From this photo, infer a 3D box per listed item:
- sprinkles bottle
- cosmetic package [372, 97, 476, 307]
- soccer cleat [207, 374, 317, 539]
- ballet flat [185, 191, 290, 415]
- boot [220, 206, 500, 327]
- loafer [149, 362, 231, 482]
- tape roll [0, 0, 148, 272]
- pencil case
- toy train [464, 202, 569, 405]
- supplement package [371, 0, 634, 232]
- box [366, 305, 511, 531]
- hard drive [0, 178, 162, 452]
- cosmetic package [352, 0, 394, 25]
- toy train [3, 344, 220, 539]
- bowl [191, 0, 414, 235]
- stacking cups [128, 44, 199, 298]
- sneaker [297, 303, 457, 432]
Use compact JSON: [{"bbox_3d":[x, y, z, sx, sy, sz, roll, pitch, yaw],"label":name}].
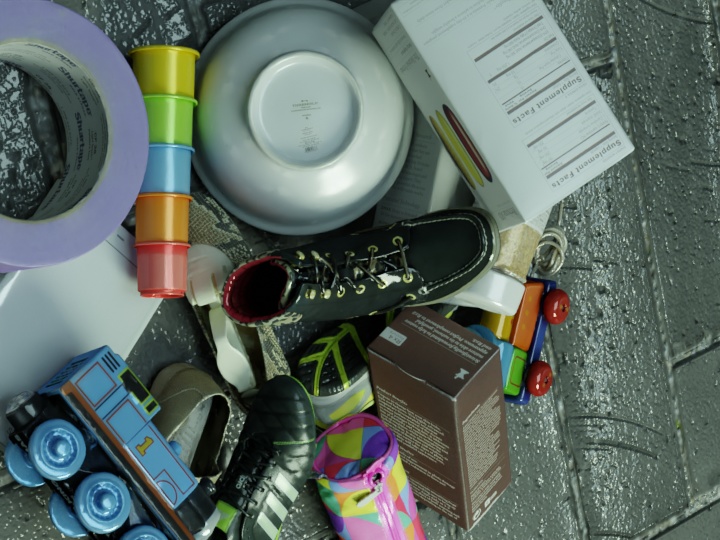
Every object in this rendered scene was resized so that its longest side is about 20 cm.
[{"bbox_3d":[0.134,-0.065,1.528,0.068,0.068,0.202,24,84,-37],"label":"sprinkles bottle"},{"bbox_3d":[0.075,-0.074,1.568,0.101,0.074,0.202,8,95,-43],"label":"cosmetic package"},{"bbox_3d":[-0.090,0.183,1.498,0.081,0.067,0.202,-18,131,-57],"label":"soccer cleat"},{"bbox_3d":[-0.112,0.034,1.503,0.075,0.067,0.202,-66,139,-62],"label":"ballet flat"},{"bbox_3d":[0.000,0.002,1.455,0.153,0.202,0.074,-7,81,-59],"label":"boot"},{"bbox_3d":[-0.160,0.176,1.479,0.076,0.067,0.202,19,81,-38],"label":"loafer"},{"bbox_3d":[-0.266,-0.100,1.352,0.198,0.085,0.202,3,85,-33],"label":"tape roll"},{"bbox_3d":[0.014,0.220,1.584,0.088,0.088,0.201,-45,135,-28],"label":"pencil case"},{"bbox_3d":[0.139,0.016,1.682,0.115,0.084,0.202,26,76,-56],"label":"toy train"},{"bbox_3d":[0.112,-0.146,1.439,0.109,0.114,0.201,-33,91,-8],"label":"supplement package"},{"bbox_3d":[0.072,0.131,1.594,0.075,0.100,0.201,-45,148,-26],"label":"box"},{"bbox_3d":[-0.245,0.047,1.430,0.132,0.027,0.201,44,67,-32],"label":"hard drive"},{"bbox_3d":[0.053,-0.199,1.624,0.199,0.081,0.114,-26,109,-33],"label":"cosmetic package"},{"bbox_3d":[-0.188,0.160,1.393,0.114,0.086,0.201,-44,102,-29],"label":"toy train"},{"bbox_3d":[-0.049,-0.130,1.480,0.199,0.090,0.204,0,91,-5],"label":"bowl"},{"bbox_3d":[-0.161,-0.079,1.459,0.060,0.060,0.202,2,86,-39],"label":"stacking cups"},{"bbox_3d":[0.014,0.071,1.625,0.199,0.075,0.077,-36,143,-34],"label":"sneaker"}]
